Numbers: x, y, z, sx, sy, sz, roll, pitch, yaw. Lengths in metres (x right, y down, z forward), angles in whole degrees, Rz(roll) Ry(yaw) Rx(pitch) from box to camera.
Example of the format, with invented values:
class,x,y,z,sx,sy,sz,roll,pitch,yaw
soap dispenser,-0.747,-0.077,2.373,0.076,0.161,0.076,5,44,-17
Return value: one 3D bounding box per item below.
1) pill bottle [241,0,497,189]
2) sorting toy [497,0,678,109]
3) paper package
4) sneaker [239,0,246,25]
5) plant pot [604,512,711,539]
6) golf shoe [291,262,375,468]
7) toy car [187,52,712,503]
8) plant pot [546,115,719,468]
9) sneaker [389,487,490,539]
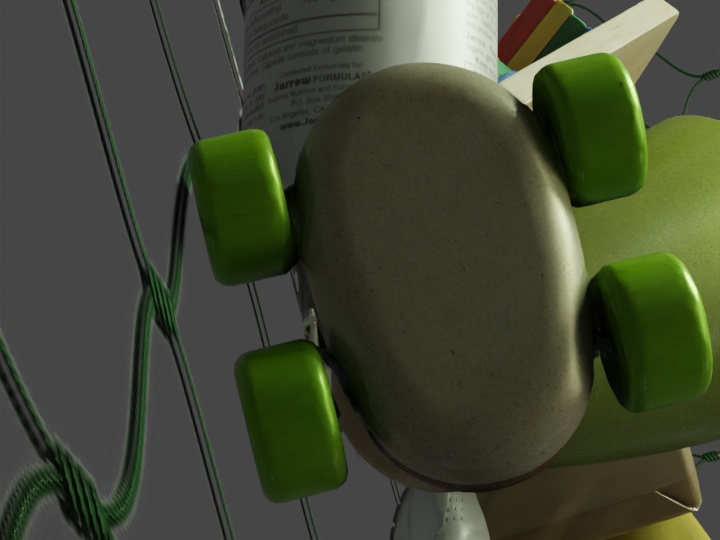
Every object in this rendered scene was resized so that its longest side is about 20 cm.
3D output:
class,x,y,z,sx,sy,sz,roll,pitch,yaw
pill bottle,0.005,-0.116,0.784,0.114,0.113,0.202,57,34,-74
sorting toy,0.067,-0.066,0.993,0.069,0.199,0.200,40,38,14
paper package,0.118,0.097,1.204,0.200,0.189,0.104,-97,167,-64
sneaker,-0.032,-0.146,0.976,0.087,0.075,0.202,-153,-124,-67
plant pot,0.154,0.238,1.239,0.201,0.194,0.195,-110,180,-50
golf shoe,0.000,0.000,0.873,0.088,0.077,0.202,-48,121,-71
toy car,0.030,0.023,0.702,0.200,0.163,0.159,90,-14,-72
plant pot,0.130,0.031,0.983,0.187,0.199,0.188,39,-40,44
sneaker,0.077,0.196,0.940,0.074,0.087,0.202,6,63,-53
